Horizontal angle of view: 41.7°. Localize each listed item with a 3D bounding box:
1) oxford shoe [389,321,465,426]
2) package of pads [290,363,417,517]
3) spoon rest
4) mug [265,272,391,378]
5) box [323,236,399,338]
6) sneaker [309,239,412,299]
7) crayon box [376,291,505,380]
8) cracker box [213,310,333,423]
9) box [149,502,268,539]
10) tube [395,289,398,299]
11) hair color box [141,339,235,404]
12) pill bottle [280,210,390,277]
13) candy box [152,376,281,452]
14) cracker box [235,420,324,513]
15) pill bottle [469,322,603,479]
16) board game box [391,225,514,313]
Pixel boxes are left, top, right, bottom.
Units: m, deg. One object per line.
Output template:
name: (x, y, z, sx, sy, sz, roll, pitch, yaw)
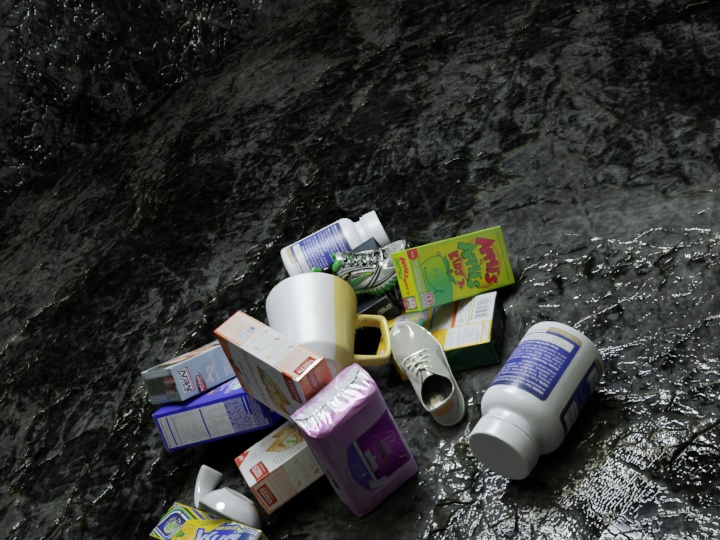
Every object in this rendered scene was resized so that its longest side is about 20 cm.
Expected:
oxford shoe: (0.098, 0.149, 1.450, 0.075, 0.058, 0.200, -36, 50, 10)
package of pads: (-0.005, 0.238, 1.318, 0.120, 0.200, 0.076, -37, 39, -15)
spoon rest: (-0.211, 0.356, 1.438, 0.061, 0.099, 0.200, -61, 23, -7)
mug: (-0.057, 0.102, 1.500, 0.186, 0.150, 0.153, -18, 44, 10)
box: (-0.019, 0.045, 1.690, 0.160, 0.044, 0.200, -32, 31, 14)
sneaker: (0.000, 0.000, 1.599, 0.200, 0.085, 0.078, -27, 33, 21)
crayon box: (0.132, 0.110, 1.549, 0.200, 0.052, 0.126, -13, 33, 23)
cracker box: (-0.116, 0.153, 1.378, 0.200, 0.134, 0.058, 23, 54, 42)
box: (-0.211, 0.401, 1.372, 0.200, 0.070, 0.064, 2, 44, 42)
tube: (-0.028, 0.072, 1.750, 0.200, 0.050, 0.077, -24, 19, 17)
hair color box: (-0.258, 0.161, 1.604, 0.200, 0.061, 0.099, -24, 6, -43)
pill bottle: (-0.042, -0.032, 1.838, 0.200, 0.120, 0.120, -27, 30, 3)
candy box: (-0.218, 0.223, 1.584, 0.200, 0.077, 0.169, -16, 8, 18)
cracker box: (-0.085, 0.269, 1.437, 0.200, 0.058, 0.134, -35, 15, -11)
pill bottle: (0.235, 0.177, 1.282, 0.120, 0.120, 0.200, 6, 44, 44)
board game box: (0.156, -0.003, 1.569, 0.200, 0.102, 0.048, -15, 0, -30)
